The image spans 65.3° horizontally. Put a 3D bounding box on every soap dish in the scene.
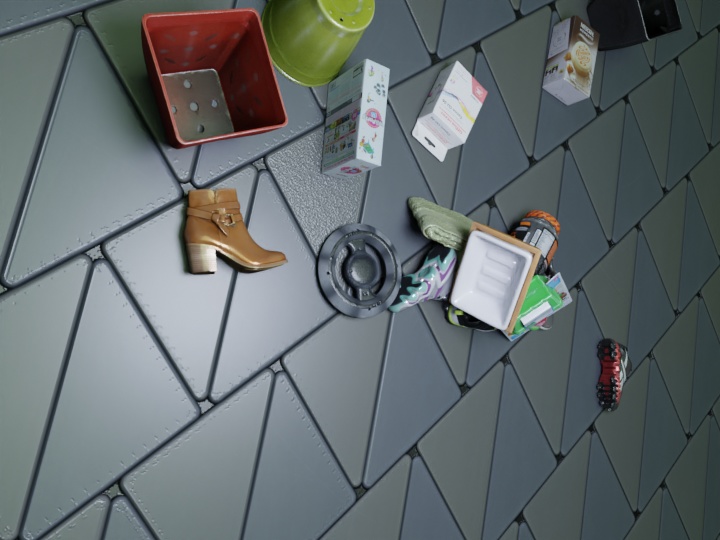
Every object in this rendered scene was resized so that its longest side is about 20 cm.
[{"bbox_3d":[0.289,0.011,1.208,0.081,0.156,0.203,-28,137,-51],"label":"soap dish"}]

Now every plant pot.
[{"bbox_3d":[0.795,-0.759,1.658,0.198,0.176,0.203,-24,99,-29],"label":"plant pot"},{"bbox_3d":[-0.071,-0.496,1.108,0.197,0.192,0.205,2,86,-31],"label":"plant pot"},{"bbox_3d":[-0.272,-0.313,0.984,0.197,0.175,0.204,-19,96,-31],"label":"plant pot"}]

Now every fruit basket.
[{"bbox_3d":[0.413,0.098,1.329,0.184,0.095,0.200,-35,141,11],"label":"fruit basket"}]

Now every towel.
[{"bbox_3d":[0.206,-0.101,1.289,0.197,0.149,0.037,17,122,-26],"label":"towel"}]

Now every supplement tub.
[{"bbox_3d":[0.417,-0.044,1.410,0.122,0.122,0.201,43,66,-21],"label":"supplement tub"}]

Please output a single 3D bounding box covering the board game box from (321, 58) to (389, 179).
[{"bbox_3d":[-0.013,-0.305,1.156,0.063,0.147,0.204,10,82,-32],"label":"board game box"}]

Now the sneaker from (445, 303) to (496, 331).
[{"bbox_3d":[0.295,0.111,1.348,0.197,0.082,0.073,2,86,-31],"label":"sneaker"}]

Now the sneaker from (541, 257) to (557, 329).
[{"bbox_3d":[0.483,0.054,1.466,0.076,0.081,0.204,-9,91,-31],"label":"sneaker"}]

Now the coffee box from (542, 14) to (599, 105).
[{"bbox_3d":[0.592,-0.590,1.579,0.113,0.079,0.204,20,77,-28],"label":"coffee box"}]

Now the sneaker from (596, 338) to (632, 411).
[{"bbox_3d":[0.729,0.299,1.603,0.096,0.070,0.205,9,81,-28],"label":"sneaker"}]

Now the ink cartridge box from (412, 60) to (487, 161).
[{"bbox_3d":[0.214,-0.377,1.343,0.116,0.067,0.203,34,70,-24],"label":"ink cartridge box"}]

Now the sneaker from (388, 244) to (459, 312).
[{"bbox_3d":[0.161,0.053,1.278,0.199,0.078,0.141,-40,127,-6],"label":"sneaker"}]

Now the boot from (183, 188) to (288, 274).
[{"bbox_3d":[-0.230,-0.075,1.054,0.197,0.073,0.158,-1,83,-34],"label":"boot"}]

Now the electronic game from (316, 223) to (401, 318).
[{"bbox_3d":[0.000,0.000,1.202,0.196,0.041,0.204,4,81,-24],"label":"electronic game"}]
